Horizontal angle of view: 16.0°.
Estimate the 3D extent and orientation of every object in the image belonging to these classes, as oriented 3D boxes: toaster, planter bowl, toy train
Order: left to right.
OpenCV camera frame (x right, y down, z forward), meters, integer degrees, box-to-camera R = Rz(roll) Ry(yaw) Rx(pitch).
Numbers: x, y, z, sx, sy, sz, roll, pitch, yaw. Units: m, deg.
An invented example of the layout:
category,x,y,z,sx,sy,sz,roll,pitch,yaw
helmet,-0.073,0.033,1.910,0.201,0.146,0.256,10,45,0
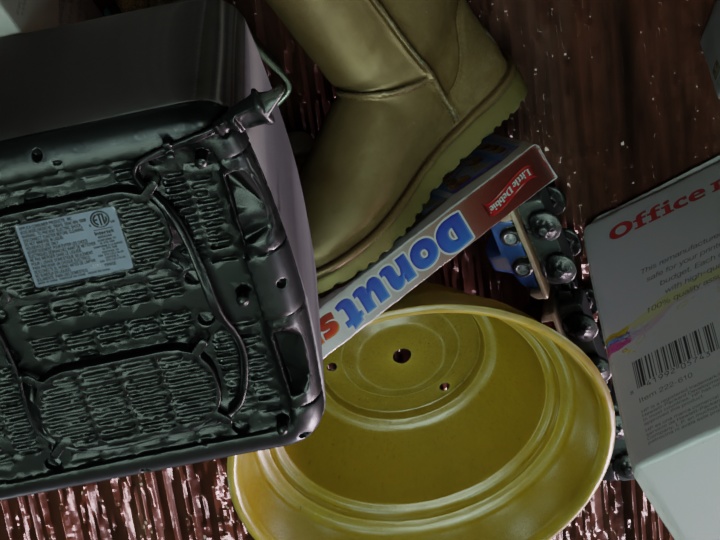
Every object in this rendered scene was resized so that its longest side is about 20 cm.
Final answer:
category,x,y,z,sx,sy,sz,roll,pitch,yaw
toaster,-0.107,-0.010,1.115,0.199,0.119,0.182,-12,124,7
planter bowl,0.026,0.067,1.321,0.199,0.084,0.201,-5,131,-6
toy train,0.106,0.033,1.342,0.046,0.034,0.201,-10,124,19

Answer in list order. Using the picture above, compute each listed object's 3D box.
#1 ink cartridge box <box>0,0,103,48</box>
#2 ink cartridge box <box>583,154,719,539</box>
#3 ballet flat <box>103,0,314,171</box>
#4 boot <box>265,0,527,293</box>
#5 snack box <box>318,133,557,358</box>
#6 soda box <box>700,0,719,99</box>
category,x,y,z,sx,sy,sz,roll,pitch,yaw
ink cartridge box,-0.159,-0.092,1.200,0.067,0.117,0.200,-26,120,14
ink cartridge box,0.198,0.031,1.245,0.144,0.201,0.085,-26,124,15
ballet flat,-0.057,-0.065,1.256,0.070,0.071,0.201,-21,121,11
boot,-0.027,-0.114,1.196,0.175,0.066,0.200,-47,122,-19
snack box,0.000,0.000,1.239,0.200,0.072,0.024,-37,110,-14
soda box,0.227,-0.170,1.197,0.068,0.064,0.201,13,120,-11
